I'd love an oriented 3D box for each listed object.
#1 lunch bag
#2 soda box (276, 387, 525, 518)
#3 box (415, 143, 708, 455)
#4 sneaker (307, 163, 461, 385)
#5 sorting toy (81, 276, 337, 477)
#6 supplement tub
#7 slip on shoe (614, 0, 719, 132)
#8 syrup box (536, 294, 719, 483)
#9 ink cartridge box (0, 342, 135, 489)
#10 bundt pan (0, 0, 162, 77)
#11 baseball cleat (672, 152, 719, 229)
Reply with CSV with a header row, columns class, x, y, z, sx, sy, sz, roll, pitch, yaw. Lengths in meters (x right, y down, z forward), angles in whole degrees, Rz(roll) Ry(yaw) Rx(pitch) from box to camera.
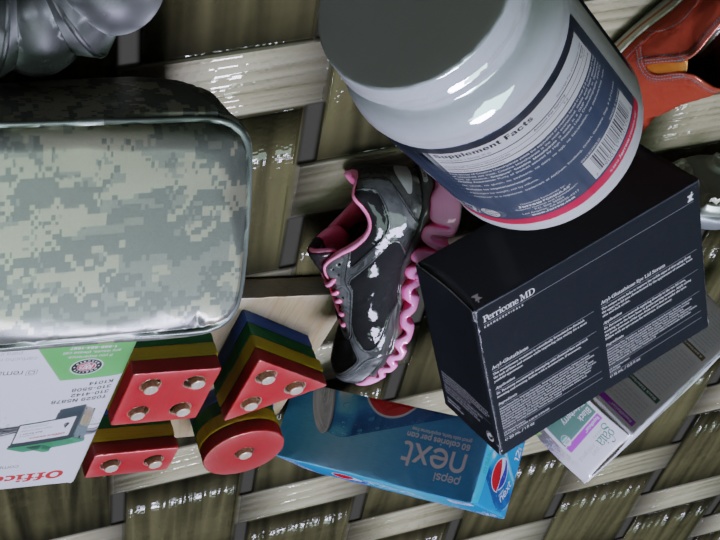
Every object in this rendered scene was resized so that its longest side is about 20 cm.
class,x,y,z,sx,sy,sz,roll,pitch,yaw
lunch bag,-0.170,-0.046,0.873,0.199,0.168,0.140,-5,114,-23
soda box,0.029,0.147,1.271,0.199,0.068,0.064,9,166,34
box,0.150,0.018,1.113,0.199,0.079,0.142,-29,133,-19
sneaker,0.000,0.000,1.122,0.095,0.079,0.201,4,126,-23
sorting toy,-0.124,0.094,1.201,0.198,0.070,0.200,-2,144,-29
supplement tub,0.075,-0.120,0.918,0.140,0.141,0.200,-31,147,16
slip on shoe,0.218,-0.140,1.050,0.074,0.061,0.200,6,141,-40
syrup box,0.235,0.088,1.318,0.200,0.081,0.079,-32,161,-41
ink cartridge box,-0.253,0.073,1.077,0.145,0.085,0.200,-2,144,-27
bundt pan,-0.171,-0.169,0.759,0.201,0.076,0.202,-15,148,-10
baseball cleat,0.306,-0.047,1.239,0.199,0.070,0.107,-5,145,-23
